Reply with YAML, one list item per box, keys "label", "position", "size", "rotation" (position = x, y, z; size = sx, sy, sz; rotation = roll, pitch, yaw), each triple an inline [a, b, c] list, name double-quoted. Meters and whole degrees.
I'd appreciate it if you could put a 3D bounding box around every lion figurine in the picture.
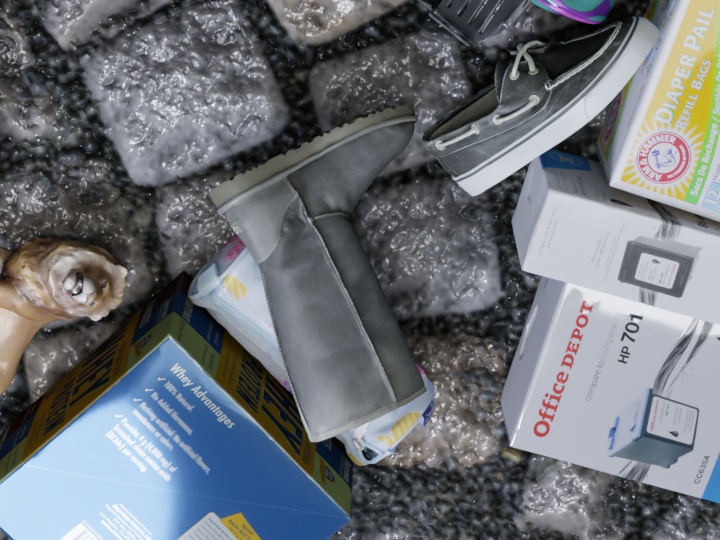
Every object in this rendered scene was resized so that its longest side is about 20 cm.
- label: "lion figurine"
  position: [-0.270, 0.043, 1.696]
  size: [0.122, 0.073, 0.200]
  rotation: [25, 123, -25]

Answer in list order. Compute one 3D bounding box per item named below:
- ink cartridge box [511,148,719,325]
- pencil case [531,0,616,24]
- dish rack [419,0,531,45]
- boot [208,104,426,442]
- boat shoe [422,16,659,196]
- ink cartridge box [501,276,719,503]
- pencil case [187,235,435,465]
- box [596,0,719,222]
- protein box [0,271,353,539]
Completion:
- label: "ink cartridge box"
  position: [0.217, -0.021, 1.639]
  size: [0.200, 0.116, 0.067]
  rotation: [15, 108, -6]
- label: "pencil case"
  position: [0.169, -0.272, 1.559]
  size: [0.085, 0.092, 0.200]
  rotation: [34, 113, 29]
- label: "dish rack"
  position: [0.049, -0.257, 1.542]
  size: [0.200, 0.055, 0.153]
  rotation: [41, 110, 22]
- label: "boot"
  position: [0.000, 0.000, 1.624]
  size: [0.182, 0.073, 0.200]
  rotation: [-28, 88, -15]
- label: "boat shoe"
  position: [0.124, -0.126, 1.600]
  size: [0.064, 0.071, 0.200]
  rotation: [43, 126, -15]
- label: "ink cartridge box"
  position: [0.222, 0.080, 1.693]
  size: [0.200, 0.086, 0.147]
  rotation: [15, 109, -7]
- label: "pencil case"
  position: [-0.037, 0.055, 1.681]
  size: [0.200, 0.091, 0.083]
  rotation: [47, 140, -13]
- label: "box"
  position: [0.255, -0.146, 1.600]
  size: [0.112, 0.101, 0.200]
  rotation: [17, 109, -6]
- label: "protein box"
  position: [-0.142, 0.152, 1.692]
  size: [0.200, 0.135, 0.199]
  rotation: [-41, 105, 13]
